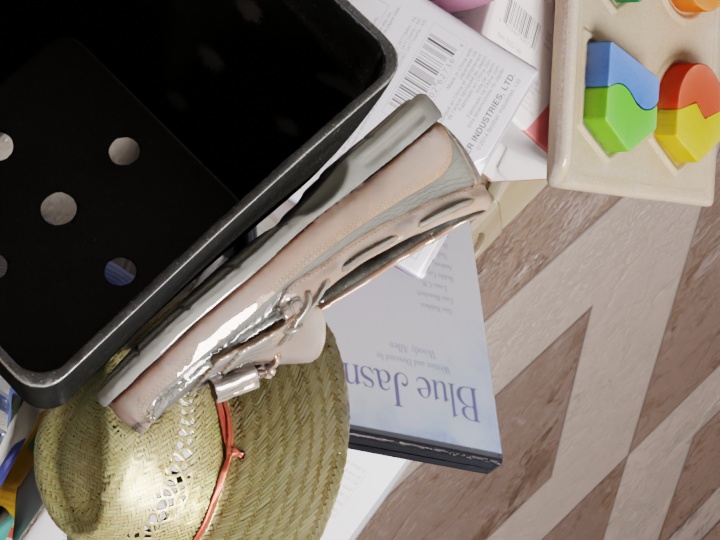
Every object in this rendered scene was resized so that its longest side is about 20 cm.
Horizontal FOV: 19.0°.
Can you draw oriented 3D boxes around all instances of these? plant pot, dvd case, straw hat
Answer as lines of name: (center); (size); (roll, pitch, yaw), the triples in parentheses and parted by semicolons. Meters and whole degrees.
plant pot: (-0.128, -0.059, 0.910); (0.200, 0.199, 0.178); (-43, 171, -18)
dvd case: (0.000, 0.000, 1.093); (0.142, 0.202, 0.018); (13, 145, -30)
straw hat: (-0.102, 0.085, 0.988); (0.085, 0.201, 0.202); (25, 106, -42)

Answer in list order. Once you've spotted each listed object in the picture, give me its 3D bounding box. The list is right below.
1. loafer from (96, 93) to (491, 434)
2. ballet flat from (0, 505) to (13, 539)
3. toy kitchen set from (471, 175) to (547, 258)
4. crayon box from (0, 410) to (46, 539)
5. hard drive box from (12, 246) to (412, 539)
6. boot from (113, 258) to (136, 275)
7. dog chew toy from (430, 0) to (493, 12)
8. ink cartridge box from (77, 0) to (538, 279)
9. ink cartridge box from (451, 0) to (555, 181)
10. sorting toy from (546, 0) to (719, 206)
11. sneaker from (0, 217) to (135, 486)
loafer: (-0.022, 0.006, 0.916); (0.200, 0.063, 0.072); (-44, -176, -22)
ballet flat: (-0.258, 0.194, 1.127); (0.199, 0.071, 0.067); (-28, -170, -1)
toy kitchen set: (0.081, -0.060, 1.344); (0.180, 0.163, 0.200); (-45, 158, -13)
crayon box: (-0.194, 0.109, 1.223); (0.200, 0.052, 0.126); (-50, 159, 1)
hard drive box: (-0.069, 0.092, 1.143); (0.201, 0.155, 0.077); (-54, -162, 14)
boot: (-0.081, -0.009, 1.193); (0.073, 0.095, 0.201); (-26, 148, -46)
dog chew toy: (0.042, -0.228, 1.063); (0.124, 0.124, 0.201); (-36, 146, -32)
ink cartridge box: (-0.026, -0.098, 1.055); (0.120, 0.199, 0.042); (-59, -167, -1)
ink cartridge box: (0.091, -0.165, 1.208); (0.116, 0.067, 0.202); (36, 63, -45)
sorting toy: (0.166, -0.134, 1.220); (0.199, 0.036, 0.187); (4, 89, -56)
sneaker: (-0.191, 0.067, 1.020); (0.115, 0.080, 0.200); (-56, 180, 41)
